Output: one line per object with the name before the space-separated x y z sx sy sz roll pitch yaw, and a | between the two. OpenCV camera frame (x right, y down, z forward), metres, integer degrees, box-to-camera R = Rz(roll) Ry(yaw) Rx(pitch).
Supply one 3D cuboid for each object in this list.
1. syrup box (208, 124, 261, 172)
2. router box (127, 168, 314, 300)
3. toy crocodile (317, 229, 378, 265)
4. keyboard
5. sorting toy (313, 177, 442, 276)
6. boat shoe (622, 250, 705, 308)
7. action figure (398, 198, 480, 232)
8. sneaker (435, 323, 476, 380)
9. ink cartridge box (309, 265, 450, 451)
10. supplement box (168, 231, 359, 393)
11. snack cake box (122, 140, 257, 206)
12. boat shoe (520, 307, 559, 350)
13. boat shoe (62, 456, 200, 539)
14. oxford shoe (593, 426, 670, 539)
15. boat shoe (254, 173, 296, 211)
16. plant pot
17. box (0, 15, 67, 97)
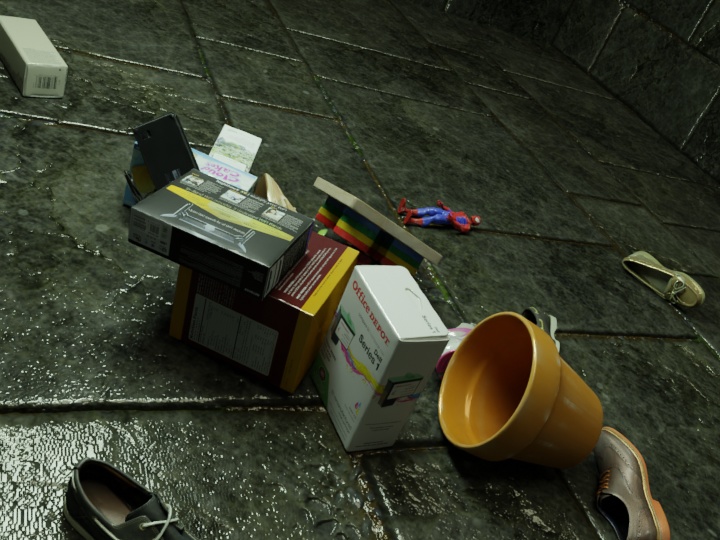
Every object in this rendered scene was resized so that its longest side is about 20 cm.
syrup box | -0.244 -0.183 1.329 0.077 0.083 0.202 20 32 -10
router box | -0.179 -0.053 0.955 0.196 0.053 0.158 23 31 9
toy crocodile | 0.000 0.000 1.251 0.198 0.063 0.067 33 33 12
keyboard | -0.309 -0.133 1.143 0.124 0.204 0.021 -19 12 2
sorting toy | 0.013 -0.066 1.255 0.197 0.070 0.200 32 3 -26
boat shoe | 0.709 0.025 1.696 0.062 0.074 0.201 -16 47 -37
action figure | 0.179 -0.117 1.561 0.196 0.052 0.066 8 31 -30
sneaker | 0.193 0.127 1.182 0.196 0.083 0.089 10 30 -32
ink cartridge box | 0.019 0.115 0.967 0.082 0.203 0.146 2 38 -32
supplement box | -0.134 0.030 1.034 0.196 0.135 0.198 23 31 7
snack cake box | -0.282 -0.133 1.199 0.196 0.117 0.068 23 29 -2
boat shoe | 0.308 0.128 1.272 0.060 0.073 0.202 27 24 1
boat shoe | -0.214 0.263 0.723 0.198 0.068 0.072 33 31 9
oxford shoe | 0.376 0.312 1.055 0.071 0.072 0.202 8 36 -16
boat shoe | -0.147 -0.091 1.283 0.063 0.072 0.203 12 42 -30
plant pot | 0.242 0.191 1.041 0.181 0.201 0.202 29 28 -23
box | -0.643 -0.416 1.404 0.081 0.069 0.201 -6 43 -40
